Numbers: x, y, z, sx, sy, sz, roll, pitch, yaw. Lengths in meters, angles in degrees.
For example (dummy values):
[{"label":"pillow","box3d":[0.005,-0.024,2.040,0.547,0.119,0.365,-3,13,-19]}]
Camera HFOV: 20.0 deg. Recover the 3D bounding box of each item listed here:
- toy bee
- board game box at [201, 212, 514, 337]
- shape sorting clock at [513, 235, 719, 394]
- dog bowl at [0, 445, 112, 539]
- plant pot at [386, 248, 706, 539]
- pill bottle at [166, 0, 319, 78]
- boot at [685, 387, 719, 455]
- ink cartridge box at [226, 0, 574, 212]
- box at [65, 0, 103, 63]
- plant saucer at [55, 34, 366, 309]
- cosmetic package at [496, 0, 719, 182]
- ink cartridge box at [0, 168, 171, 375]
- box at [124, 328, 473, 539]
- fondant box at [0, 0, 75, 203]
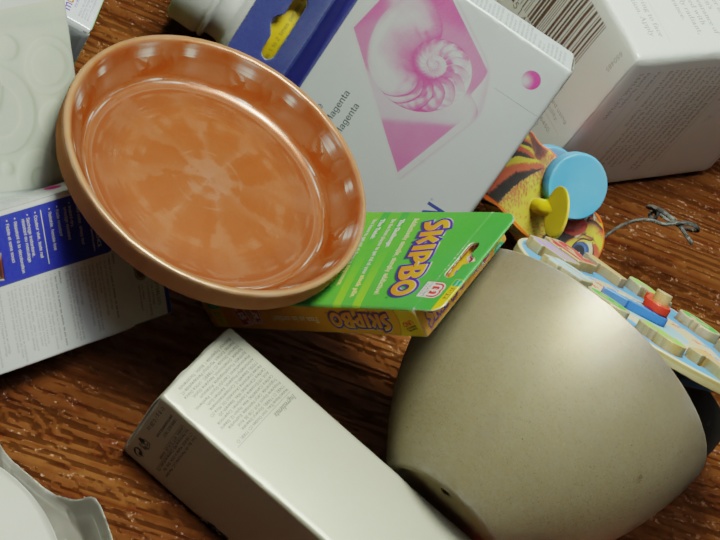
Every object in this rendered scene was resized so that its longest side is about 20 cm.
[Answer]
[{"label":"toy bee","box3d":[0.133,-0.034,1.430,0.199,0.131,0.109,29,88,0]},{"label":"board game box","box3d":[0.000,0.000,1.264,0.096,0.199,0.030,-49,122,-35]},{"label":"shape sorting clock","box3d":[0.186,0.032,1.310,0.199,0.039,0.200,26,9,-4]},{"label":"dog bowl","box3d":[-0.231,0.162,1.079,0.199,0.059,0.201,18,47,-20]},{"label":"plant pot","box3d":[0.093,0.106,1.257,0.200,0.200,0.134,43,69,5]},{"label":"pill bottle","box3d":[-0.031,-0.158,1.426,0.199,0.111,0.112,32,45,-6]},{"label":"boot","box3d":[0.168,0.063,1.409,0.200,0.074,0.076,33,12,-20]},{"label":"ink cartridge box","box3d":[0.007,-0.115,1.355,0.199,0.197,0.043,32,23,-6]},{"label":"box","box3d":[-0.246,-0.233,1.359,0.176,0.097,0.201,25,46,-13]},{"label":"plant saucer","box3d":[-0.092,-0.059,1.245,0.199,0.032,0.201,18,47,-20]},{"label":"cosmetic package","box3d":[0.203,-0.179,1.552,0.199,0.165,0.165,-7,60,-36]},{"label":"ink cartridge box","box3d":[-0.203,0.006,1.203,0.199,0.037,0.095,-19,107,-39]},{"label":"box","box3d":[-0.037,0.134,1.217,0.200,0.068,0.082,42,45,4]},{"label":"fondant box","box3d":[-0.244,-0.114,1.214,0.144,0.058,0.201,-17,105,-40]}]
